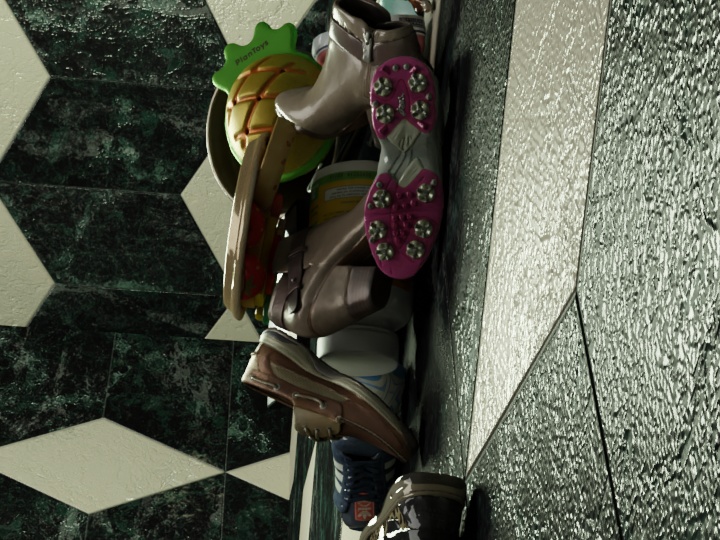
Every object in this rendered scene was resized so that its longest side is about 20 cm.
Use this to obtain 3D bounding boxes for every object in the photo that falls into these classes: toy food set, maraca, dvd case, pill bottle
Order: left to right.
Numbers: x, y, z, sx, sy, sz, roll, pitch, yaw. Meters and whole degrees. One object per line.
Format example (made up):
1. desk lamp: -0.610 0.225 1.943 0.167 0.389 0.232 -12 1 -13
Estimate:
1. toy food set: -0.102 -0.046 1.618 0.198 0.048 0.201 99 180 -73
2. maraca: -0.094 -0.186 1.749 0.107 0.137 0.201 39 -157 -59
3. dvd case: -0.077 0.038 1.695 0.143 0.017 0.201 135 137 -69
4. pill bottle: 0.000 0.000 1.612 0.111 0.110 0.201 106 167 -68

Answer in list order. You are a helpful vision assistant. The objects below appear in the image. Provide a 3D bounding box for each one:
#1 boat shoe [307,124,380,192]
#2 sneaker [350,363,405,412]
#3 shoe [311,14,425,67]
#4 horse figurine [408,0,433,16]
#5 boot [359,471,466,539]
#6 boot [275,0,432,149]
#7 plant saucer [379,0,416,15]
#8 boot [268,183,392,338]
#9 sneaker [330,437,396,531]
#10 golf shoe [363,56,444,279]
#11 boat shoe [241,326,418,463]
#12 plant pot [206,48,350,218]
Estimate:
1. boat shoe: -0.019 -0.092 1.732 0.201 0.062 0.075 -57 25 -7
2. sneaker: -0.016 0.131 1.697 0.200 0.072 0.073 -11 42 57
3. shoe: 0.006 -0.212 1.704 0.200 0.071 0.092 -4 85 61
4. horse figurine: 0.001 -0.314 1.560 0.050 0.199 0.133 -64 14 4
5. boot: 0.040 0.257 1.191 0.200 0.073 0.151 110 164 -54
6. boot: -0.011 -0.201 1.577 0.070 0.199 0.147 -39 -43 -40
7. plant saucer: 0.039 -0.262 1.801 0.201 0.038 0.202 -175 90 -85
8. boot: -0.018 -0.029 1.529 0.146 0.070 0.201 -5 56 44
9. sneaker: 0.005 0.217 1.637 0.200 0.074 0.085 81 -168 -65
10. golf shoe: 0.049 -0.094 1.450 0.091 0.075 0.201 -27 -58 -72
11. boat shoe: -0.031 0.132 1.518 0.072 0.200 0.076 -53 -30 -9
12. plant pot: -0.055 -0.161 1.890 0.173 0.199 0.201 -4 -80 -56
